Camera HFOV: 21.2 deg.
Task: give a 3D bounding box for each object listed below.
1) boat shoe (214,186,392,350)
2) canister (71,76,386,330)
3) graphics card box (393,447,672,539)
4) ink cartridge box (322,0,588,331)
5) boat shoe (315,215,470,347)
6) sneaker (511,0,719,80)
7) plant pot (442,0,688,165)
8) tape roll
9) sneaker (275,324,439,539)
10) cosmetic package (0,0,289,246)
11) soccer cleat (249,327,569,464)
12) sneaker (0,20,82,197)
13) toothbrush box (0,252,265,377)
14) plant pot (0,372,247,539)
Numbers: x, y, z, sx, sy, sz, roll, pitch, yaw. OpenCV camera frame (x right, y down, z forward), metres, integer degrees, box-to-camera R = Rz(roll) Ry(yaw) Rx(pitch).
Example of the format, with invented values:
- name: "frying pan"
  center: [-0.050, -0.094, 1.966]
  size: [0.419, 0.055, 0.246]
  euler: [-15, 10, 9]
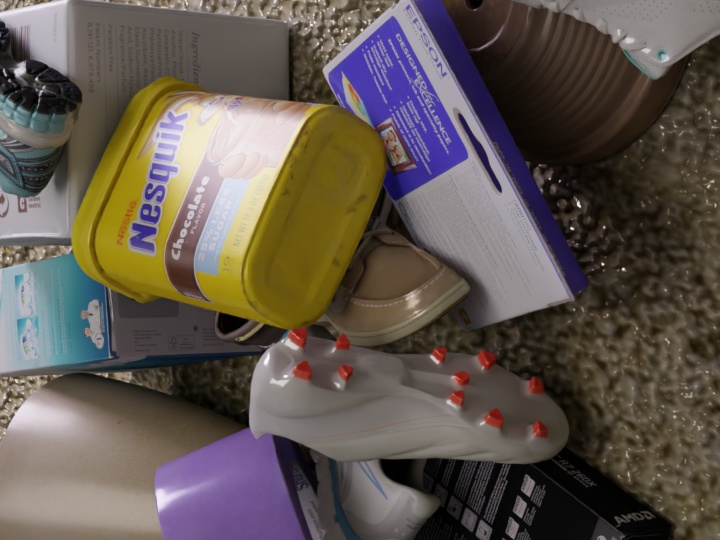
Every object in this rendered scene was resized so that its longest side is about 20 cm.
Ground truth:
- name: "boat shoe"
  center: [-0.041, -0.021, 1.371]
  size: [0.072, 0.059, 0.201]
  euler: [57, 130, 32]
- name: "canister"
  center: [-0.086, -0.045, 1.247]
  size: [0.199, 0.086, 0.150]
  euler: [11, 74, 51]
- name: "graphics card box"
  center: [0.097, 0.166, 1.224]
  size: [0.200, 0.051, 0.126]
  euler: [36, 117, 44]
- name: "ink cartridge box"
  center: [0.062, -0.064, 1.158]
  size: [0.199, 0.043, 0.200]
  euler: [62, 164, -1]
- name: "boat shoe"
  center: [0.000, 0.000, 1.236]
  size: [0.065, 0.072, 0.200]
  euler: [63, 161, -17]
- name: "sneaker"
  center: [0.150, -0.151, 1.079]
  size: [0.198, 0.075, 0.089]
  euler: [0, 106, 9]
- name: "plant pot"
  center: [0.102, -0.166, 1.180]
  size: [0.200, 0.092, 0.203]
  euler: [0, 91, 48]
- name: "tape roll"
  center: [-0.054, 0.201, 1.230]
  size: [0.084, 0.200, 0.201]
  euler: [-24, 67, 2]
- name: "sneaker"
  center: [0.006, 0.099, 1.254]
  size: [0.087, 0.075, 0.201]
  euler: [-47, 47, 27]
- name: "cosmetic package"
  center: [-0.176, -0.102, 1.419]
  size: [0.167, 0.199, 0.168]
  euler: [-2, 89, 49]
- name: "soccer cleat"
  center: [0.028, 0.086, 1.177]
  size: [0.070, 0.198, 0.078]
  euler: [-91, 18, -46]
- name: "sneaker"
  center: [-0.269, -0.119, 1.319]
  size: [0.200, 0.077, 0.087]
  euler: [41, 123, 40]
- name: "toothbrush box"
  center: [-0.189, 0.034, 1.479]
  size: [0.199, 0.146, 0.086]
  euler: [-12, 81, 50]
- name: "plant pot"
  center: [-0.137, 0.174, 1.421]
  size: [0.199, 0.187, 0.189]
  euler: [1, 91, 33]
